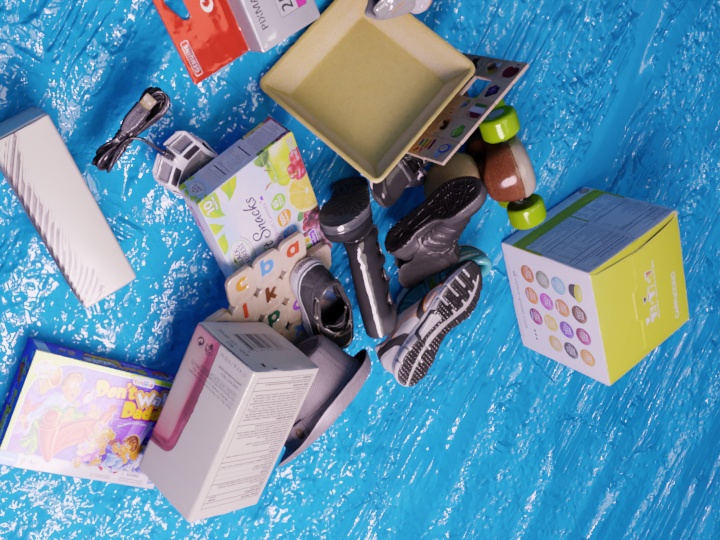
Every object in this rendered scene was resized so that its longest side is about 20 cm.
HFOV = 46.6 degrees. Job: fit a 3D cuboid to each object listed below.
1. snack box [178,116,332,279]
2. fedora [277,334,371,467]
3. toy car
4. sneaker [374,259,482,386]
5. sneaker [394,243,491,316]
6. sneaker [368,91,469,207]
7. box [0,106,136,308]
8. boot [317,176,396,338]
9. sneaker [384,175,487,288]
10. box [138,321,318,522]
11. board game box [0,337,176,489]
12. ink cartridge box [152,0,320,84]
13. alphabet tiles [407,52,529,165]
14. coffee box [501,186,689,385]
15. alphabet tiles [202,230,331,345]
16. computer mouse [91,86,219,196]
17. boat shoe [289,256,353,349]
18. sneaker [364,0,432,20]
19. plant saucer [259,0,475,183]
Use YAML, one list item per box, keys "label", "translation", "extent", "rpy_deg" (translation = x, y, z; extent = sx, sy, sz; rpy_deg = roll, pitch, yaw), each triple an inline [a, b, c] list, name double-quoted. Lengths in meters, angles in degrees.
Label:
- label: "snack box"
  translation: [-0.121, -0.062, 1.017]
  extent: [0.142, 0.053, 0.202]
  rpy_deg: [-40, 141, -17]
- label: "fedora"
  translation: [-0.074, 0.157, 1.098]
  extent: [0.090, 0.200, 0.178]
  rpy_deg: [42, 48, -5]
- label: "toy car"
  translation: [0.141, -0.129, 1.187]
  extent: [0.196, 0.159, 0.167]
  rpy_deg: [-22, 115, 6]
- label: "sneaker"
  translation: [0.093, 0.060, 1.162]
  extent: [0.201, 0.079, 0.074]
  rpy_deg: [-50, 129, -12]
- label: "sneaker"
  translation: [0.115, 0.041, 1.226]
  extent: [0.201, 0.079, 0.078]
  rpy_deg: [-50, 125, -11]
- label: "sneaker"
  translation: [0.080, -0.174, 1.103]
  extent: [0.076, 0.086, 0.203]
  rpy_deg: [44, 65, -48]
- label: "box"
  translation: [-0.322, -0.067, 0.898]
  extent: [0.068, 0.082, 0.203]
  rpy_deg: [-33, 118, -20]
- label: "boot"
  translation: [0.000, 0.000, 1.099]
  extent: [0.064, 0.166, 0.205]
  rpy_deg: [-4, 114, 13]
- label: "sneaker"
  translation: [0.110, -0.048, 1.142]
  extent: [0.198, 0.061, 0.103]
  rpy_deg: [-33, 138, 28]
- label: "box"
  translation: [-0.157, 0.174, 0.998]
  extent: [0.127, 0.108, 0.203]
  rpy_deg: [6, 114, -57]
- label: "board game box"
  translation: [-0.317, 0.173, 0.994]
  extent: [0.197, 0.044, 0.137]
  rpy_deg: [21, 92, -36]
- label: "ink cartridge box"
  translation: [-0.157, -0.342, 0.951]
  extent: [0.173, 0.043, 0.203]
  rpy_deg: [-38, 121, -21]
- label: "alphabet tiles"
  translation: [0.095, -0.214, 1.061]
  extent: [0.168, 0.199, 0.008]
  rpy_deg: [-49, 127, -10]
- label: "coffee box"
  translation: [0.372, 0.018, 1.319]
  extent: [0.198, 0.197, 0.203]
  rpy_deg: [-31, 119, -22]
- label: "alphabet tiles"
  translation: [-0.114, 0.047, 1.059]
  extent: [0.198, 0.015, 0.198]
  rpy_deg: [-35, 146, -26]
- label: "computer mouse"
  translation: [-0.208, -0.122, 0.969]
  extent: [0.111, 0.044, 0.199]
  rpy_deg: [-56, 138, -2]
- label: "boat shoe"
  translation: [-0.041, 0.058, 1.099]
  extent: [0.069, 0.056, 0.201]
  rpy_deg: [-44, 148, -13]
- label: "sneaker"
  translation: [0.026, -0.390, 0.970]
  extent: [0.091, 0.075, 0.204]
  rpy_deg: [-26, 118, -23]
- label: "plant saucer"
  translation: [0.009, -0.231, 1.040]
  extent: [0.199, 0.049, 0.201]
  rpy_deg: [40, 79, 11]
